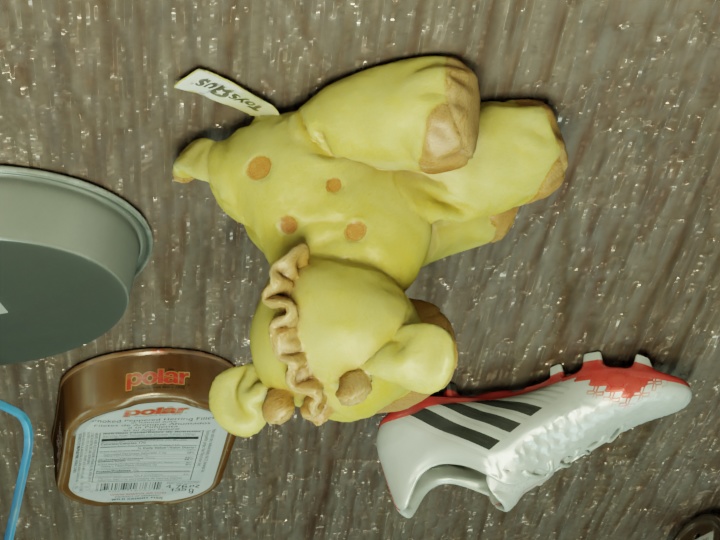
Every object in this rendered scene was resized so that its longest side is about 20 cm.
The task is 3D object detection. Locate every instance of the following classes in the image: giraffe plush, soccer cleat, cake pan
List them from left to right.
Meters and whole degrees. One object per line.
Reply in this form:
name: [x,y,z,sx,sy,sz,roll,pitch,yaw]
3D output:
cake pan: [-0.210,0.003,1.390,0.200,0.037,0.200,-4,156,-2]
giraffe plush: [0.000,0.000,1.264,0.200,0.162,0.173,9,153,-29]
soccer cleat: [0.109,0.106,1.619,0.200,0.085,0.069,-8,156,8]

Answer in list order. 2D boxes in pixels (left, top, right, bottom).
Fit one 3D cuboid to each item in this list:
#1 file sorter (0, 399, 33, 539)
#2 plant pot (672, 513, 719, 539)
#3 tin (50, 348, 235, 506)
file sorter: [-0.303,0.122,1.457,0.200,0.139,0.123,5,165,23]
plant pot: [0.322,0.255,1.917,0.200,0.187,0.187,23,147,-21]
tin: [-0.134,0.102,1.629,0.112,0.042,0.200,-4,156,-11]
